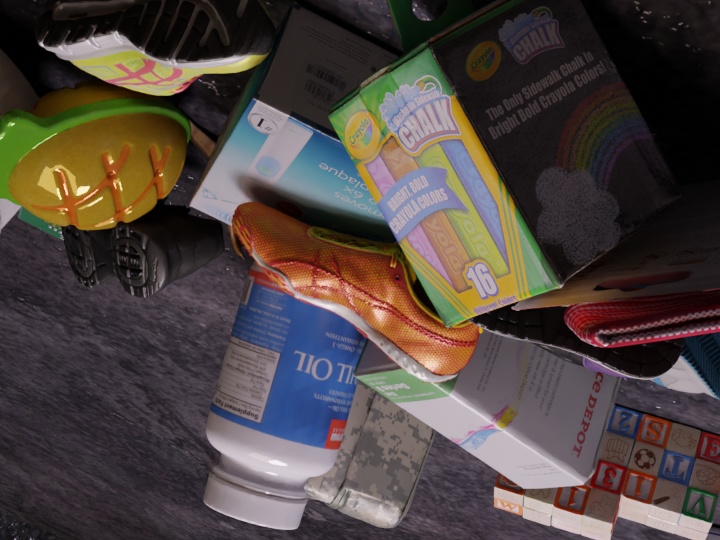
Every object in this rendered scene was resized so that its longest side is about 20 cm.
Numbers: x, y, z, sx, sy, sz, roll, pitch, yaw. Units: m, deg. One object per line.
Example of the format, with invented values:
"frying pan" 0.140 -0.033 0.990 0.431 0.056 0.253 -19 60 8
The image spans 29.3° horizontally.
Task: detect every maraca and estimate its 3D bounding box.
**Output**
"maraca" -0.216 -0.085 1.033 0.199 0.107 0.137 -7 151 -43

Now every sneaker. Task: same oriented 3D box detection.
"sneaker" 0.000 0.000 0.991 0.199 0.077 0.073 30 -161 -2
"sneaker" -0.186 -0.025 1.157 0.199 0.090 0.077 20 121 49
"sneaker" -0.129 -0.161 0.960 0.199 0.079 0.090 11 161 37
"sneaker" 0.220 0.033 1.049 0.080 0.077 0.200 7 149 39
"sneaker" 0.119 0.025 0.962 0.199 0.076 0.088 27 168 -4

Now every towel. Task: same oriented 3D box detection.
"towel" 0.197 0.020 0.817 0.143 0.023 0.200 -10 180 4

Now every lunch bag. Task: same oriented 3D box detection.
"lunch bag" -0.021 0.108 1.234 0.167 0.201 0.139 21 178 -14

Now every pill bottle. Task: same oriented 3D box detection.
"pill bottle" -0.061 0.101 1.120 0.111 0.202 0.112 15 180 0

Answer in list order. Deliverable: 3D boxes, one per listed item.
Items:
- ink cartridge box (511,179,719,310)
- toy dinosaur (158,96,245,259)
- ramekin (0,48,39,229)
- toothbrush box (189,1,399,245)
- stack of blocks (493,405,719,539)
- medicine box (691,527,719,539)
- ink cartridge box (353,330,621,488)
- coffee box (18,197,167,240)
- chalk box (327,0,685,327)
"ink cartridge box" 0.209 -0.006 0.836 0.160 0.200 0.050 -9 110 41
"toy dinosaur" -0.091 -0.073 1.136 0.199 0.061 0.106 34 141 2
"ramekin" -0.340 -0.119 1.114 0.199 0.105 0.201 32 151 20
"toothbrush box" -0.026 -0.084 1.002 0.146 0.086 0.200 26 156 -11
"stack of blocks" 0.236 0.192 1.300 0.199 0.116 0.059 15 155 13
"medicine box" 0.460 0.373 1.492 0.199 0.103 0.182 9 152 27
"ink cartridge box" 0.112 0.068 1.118 0.199 0.146 0.087 33 153 -23
"coffee box" -0.238 -0.072 1.244 0.122 0.044 0.200 25 154 -8
"chalk box" 0.074 -0.090 0.823 0.124 0.124 0.201 -25 95 58
